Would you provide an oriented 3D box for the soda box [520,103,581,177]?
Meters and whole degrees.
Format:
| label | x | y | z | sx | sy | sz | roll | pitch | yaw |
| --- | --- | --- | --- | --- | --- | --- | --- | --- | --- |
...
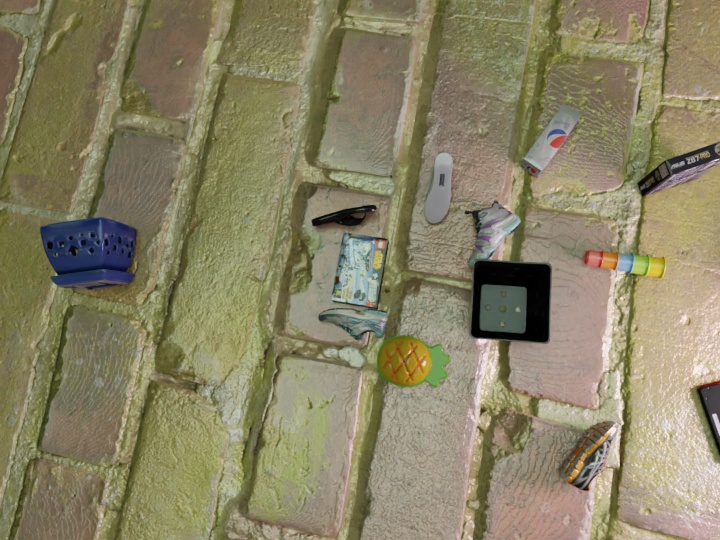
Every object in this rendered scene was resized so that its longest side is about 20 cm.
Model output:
| label | x | y | z | sx | sy | sz | roll | pitch | yaw |
| --- | --- | --- | --- | --- | --- | --- | --- | --- | --- |
| soda box | 0.539 | -0.367 | 1.647 | 0.063 | 0.068 | 0.201 | 36 | 86 | 12 |

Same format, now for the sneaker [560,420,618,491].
| label | x | y | z | sx | sy | sz | roll | pitch | yaw |
| --- | --- | --- | --- | --- | --- | --- | --- | --- | --- |
| sneaker | 0.600 | 0.474 | 1.493 | 0.077 | 0.078 | 0.201 | 38 | 90 | -1 |

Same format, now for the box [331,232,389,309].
| label | x | y | z | sx | sy | sz | roll | pitch | yaw |
| --- | --- | --- | --- | --- | --- | --- | --- | --- | --- |
| box | 0.000 | 0.000 | 1.670 | 0.135 | 0.040 | 0.203 | 9 | 81 | 10 |

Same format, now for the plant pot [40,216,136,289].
| label | x | y | z | sx | sy | sz | roll | pitch | yaw |
| --- | --- | --- | --- | --- | --- | --- | --- | --- | --- |
| plant pot | -0.791 | -0.042 | 1.712 | 0.196 | 0.200 | 0.183 | -7 | 85 | 6 |

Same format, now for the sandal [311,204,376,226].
| label | x | y | z | sx | sy | sz | roll | pitch | yaw |
| --- | --- | --- | --- | --- | --- | --- | --- | --- | --- |
| sandal | -0.044 | -0.152 | 1.697 | 0.197 | 0.075 | 0.049 | -13 | 104 | 13 |

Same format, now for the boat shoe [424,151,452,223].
| label | x | y | z | sx | sy | sz | roll | pitch | yaw |
| --- | --- | --- | --- | --- | --- | --- | --- | --- | --- |
| boat shoe | 0.224 | -0.239 | 1.669 | 0.071 | 0.066 | 0.204 | 5 | 102 | 5 |

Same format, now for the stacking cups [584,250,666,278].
| label | x | y | z | sx | sy | sz | roll | pitch | yaw |
| --- | --- | --- | --- | --- | --- | --- | --- | --- | --- |
| stacking cups | 0.711 | -0.021 | 1.565 | 0.197 | 0.061 | 0.062 | 8 | 81 | 9 |

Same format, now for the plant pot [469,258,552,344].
| label | x | y | z | sx | sy | sz | roll | pitch | yaw |
| --- | --- | --- | --- | --- | --- | --- | --- | --- | --- |
| plant pot | 0.387 | 0.090 | 1.531 | 0.196 | 0.177 | 0.203 | 3 | 81 | 9 |

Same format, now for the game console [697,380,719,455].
| label | x | y | z | sx | sy | sz | roll | pitch | yaw |
| --- | --- | --- | --- | --- | --- | --- | --- | --- | --- |
| game console | 0.978 | 0.375 | 1.479 | 0.174 | 0.031 | 0.203 | -16 | 78 | 10 |

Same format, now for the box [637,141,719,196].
| label | x | y | z | sx | sy | sz | roll | pitch | yaw |
| --- | --- | --- | --- | --- | --- | --- | --- | --- | --- |
| box | 0.841 | -0.262 | 1.519 | 0.159 | 0.200 | 0.050 | -17 | 80 | 5 |

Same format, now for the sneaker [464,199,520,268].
| label | x | y | z | sx | sy | sz | roll | pitch | yaw |
| --- | --- | --- | --- | --- | --- | --- | --- | --- | --- |
| sneaker | 0.336 | -0.112 | 1.631 | 0.140 | 0.078 | 0.200 | 43 | 79 | 14 |

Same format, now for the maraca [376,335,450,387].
| label | x | y | z | sx | sy | sz | roll | pitch | yaw |
| --- | --- | --- | --- | --- | --- | --- | --- | --- | --- |
| maraca | 0.142 | 0.249 | 1.573 | 0.196 | 0.107 | 0.140 | 7 | 88 | 9 |

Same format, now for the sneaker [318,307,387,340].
| label | x | y | z | sx | sy | sz | roll | pitch | yaw |
| --- | --- | --- | --- | --- | --- | --- | --- | --- | --- |
| sneaker | -0.024 | 0.151 | 1.630 | 0.196 | 0.078 | 0.088 | 2 | 84 | 8 |
